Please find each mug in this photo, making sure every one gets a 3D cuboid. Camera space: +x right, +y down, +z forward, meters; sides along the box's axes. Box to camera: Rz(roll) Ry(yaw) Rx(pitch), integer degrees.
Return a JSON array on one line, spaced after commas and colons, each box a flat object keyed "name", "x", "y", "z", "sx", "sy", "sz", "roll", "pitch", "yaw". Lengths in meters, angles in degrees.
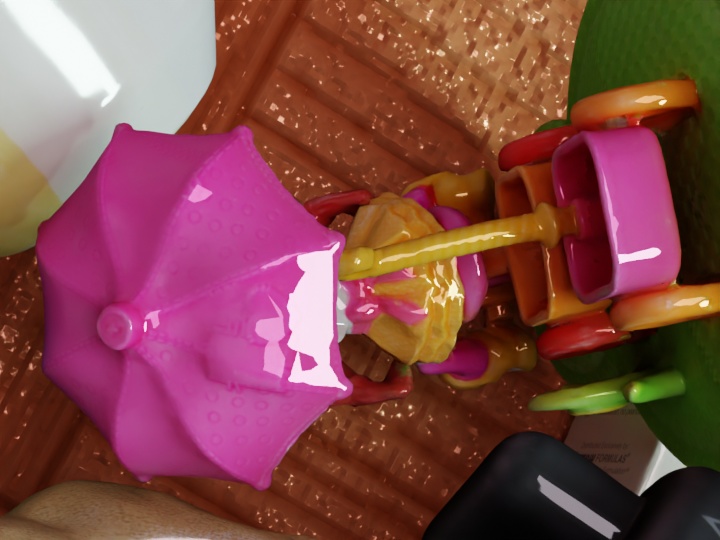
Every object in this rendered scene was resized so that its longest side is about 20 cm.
[{"name": "mug", "x": -0.132, "y": -0.077, "z": 0.775, "sx": 0.186, "sy": 0.149, "sz": 0.153, "roll": -34, "pitch": 110, "yaw": 20}]

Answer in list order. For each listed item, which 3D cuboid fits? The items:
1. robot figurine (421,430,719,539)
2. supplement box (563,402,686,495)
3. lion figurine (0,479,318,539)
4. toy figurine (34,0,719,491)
[{"name": "robot figurine", "x": 0.093, "y": 0.128, "z": 0.700, "sx": 0.200, "sy": 0.125, "sz": 0.150, "roll": 38, "pitch": 96, "yaw": 3}, {"name": "supplement box", "x": 0.135, "y": 0.056, "z": 0.876, "sx": 0.126, "sy": 0.074, "sz": 0.200, "roll": 29, "pitch": 78, "yaw": -16}, {"name": "lion figurine", "x": -0.087, "y": 0.080, "z": 0.707, "sx": 0.200, "sy": 0.122, "sz": 0.073, "roll": 13, "pitch": 99, "yaw": -57}, {"name": "toy figurine", "x": 0.000, "y": 0.000, "z": 0.769, "sx": 0.184, "sy": 0.200, "sz": 0.150, "roll": -9, "pitch": 86, "yaw": -18}]
